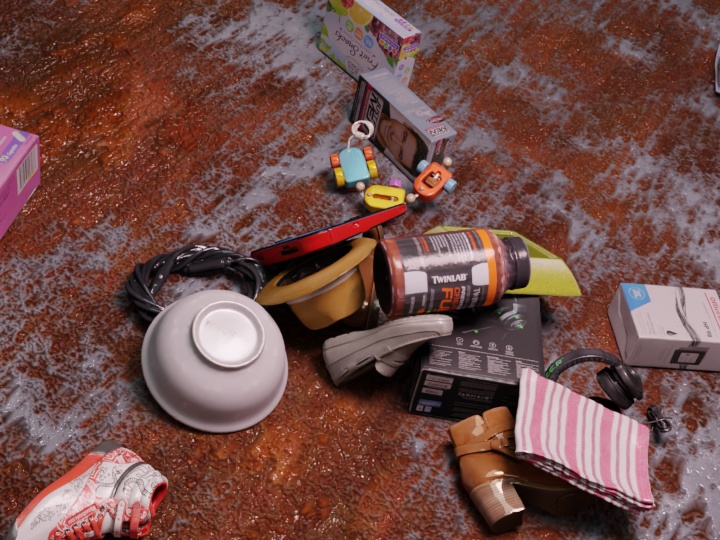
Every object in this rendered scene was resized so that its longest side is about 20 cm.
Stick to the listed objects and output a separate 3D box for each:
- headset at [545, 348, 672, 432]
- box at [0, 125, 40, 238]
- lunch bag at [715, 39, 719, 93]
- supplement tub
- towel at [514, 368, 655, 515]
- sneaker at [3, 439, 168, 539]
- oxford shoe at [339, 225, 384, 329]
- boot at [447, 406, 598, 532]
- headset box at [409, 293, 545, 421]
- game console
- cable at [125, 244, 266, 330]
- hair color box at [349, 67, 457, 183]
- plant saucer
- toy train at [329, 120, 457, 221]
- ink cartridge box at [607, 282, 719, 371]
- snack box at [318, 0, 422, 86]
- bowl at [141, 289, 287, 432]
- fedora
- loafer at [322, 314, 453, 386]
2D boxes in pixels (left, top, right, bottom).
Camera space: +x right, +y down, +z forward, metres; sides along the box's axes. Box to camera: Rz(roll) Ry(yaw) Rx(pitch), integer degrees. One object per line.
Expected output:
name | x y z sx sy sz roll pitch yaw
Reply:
headset | 0.340 0.175 1.540 0.199 0.124 0.094 25 20 -11
box | -0.592 -0.137 1.619 0.199 0.097 0.176 16 44 3
lunch bag | 0.813 -0.423 2.263 0.169 0.128 0.200 20 37 3
supplement tub | 0.123 0.000 1.491 0.199 0.107 0.107 -7 47 -12
towel | 0.286 0.213 1.425 0.199 0.030 0.147 26 39 -12
sneaker | -0.309 0.285 1.284 0.108 0.067 0.201 27 42 17
oxford shoe | 0.000 0.000 1.657 0.071 0.072 0.201 8 45 0
boot | 0.222 0.244 1.458 0.199 0.074 0.155 -8 49 -21
headset box | 0.161 0.107 1.569 0.173 0.093 0.201 9 43 -5
game console | -0.052 -0.054 1.629 0.176 0.200 0.031 -26 97 -33
cable | -0.228 0.026 1.591 0.199 0.051 0.163 -20 48 -27
hair color box | 0.069 -0.245 1.901 0.060 0.099 0.200 -22 54 -33
plant saucer | 0.202 -0.020 1.665 0.199 0.048 0.200 3 19 -26
toy train | 0.048 -0.151 1.813 0.200 0.056 0.150 33 67 16
ink cartridge box | 0.489 0.086 1.696 0.199 0.067 0.116 4 44 -11
snack box | 0.014 -0.417 2.030 0.053 0.143 0.200 -25 55 -35
bowl | -0.179 0.101 1.454 0.200 0.090 0.202 10 57 -16
fedora | -0.049 0.026 1.543 0.200 0.200 0.082 -36 104 -39
loafer | 0.039 0.105 1.492 0.070 0.199 0.070 -1 75 -54
